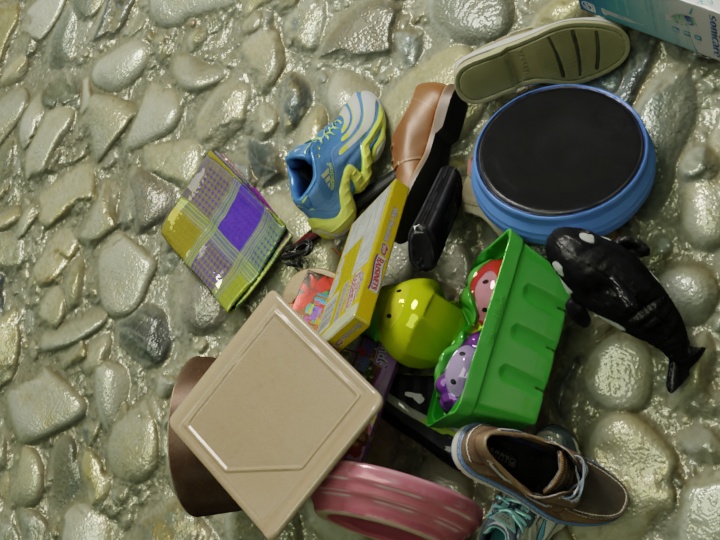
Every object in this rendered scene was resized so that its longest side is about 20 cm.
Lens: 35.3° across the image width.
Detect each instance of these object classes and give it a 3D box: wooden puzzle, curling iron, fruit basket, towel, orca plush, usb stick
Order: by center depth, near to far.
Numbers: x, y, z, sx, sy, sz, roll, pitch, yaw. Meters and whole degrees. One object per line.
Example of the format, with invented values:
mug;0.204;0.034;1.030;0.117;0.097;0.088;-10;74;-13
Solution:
orca plush;0.261;0.040;1.124;0.104;0.071;0.201;-31;98;16
wooden puzzle;-0.089;0.148;1.181;0.186;0.037;0.200;-51;57;4
fruit basket;0.099;0.060;1.193;0.212;0.156;0.219;3;75;-11
usb stick;0.084;-0.061;1.245;0.032;0.200;0.056;-4;114;17
curling iron;-0.021;-0.063;1.400;0.199;0.025;0.050;-37;42;19
towel;-0.183;-0.053;1.494;0.144;0.023;0.200;-52;54;11

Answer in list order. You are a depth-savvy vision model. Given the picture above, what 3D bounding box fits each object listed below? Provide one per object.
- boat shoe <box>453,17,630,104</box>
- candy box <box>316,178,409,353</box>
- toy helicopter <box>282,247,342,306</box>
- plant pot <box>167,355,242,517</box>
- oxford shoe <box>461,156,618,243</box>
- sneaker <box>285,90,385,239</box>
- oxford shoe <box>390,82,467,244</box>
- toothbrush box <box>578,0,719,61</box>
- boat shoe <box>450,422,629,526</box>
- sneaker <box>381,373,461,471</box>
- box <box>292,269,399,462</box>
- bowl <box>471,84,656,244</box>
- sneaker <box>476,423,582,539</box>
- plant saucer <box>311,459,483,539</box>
boat shoe;0.200;-0.246;1.275;0.197;0.076;0.069;-11;29;9
candy box;0.000;0.000;1.238;0.102;0.026;0.202;-41;24;47
toy helicopter;-0.002;0.046;1.354;0.197;0.079;0.134;14;78;22
plant pot;-0.098;0.191;1.320;0.197;0.187;0.190;-3;77;15
oxford shoe;0.196;-0.057;1.255;0.199;0.070;0.075;34;119;35
sneaker;-0.031;-0.145;1.362;0.075;0.105;0.203;-5;63;37
oxford shoe;0.063;-0.128;1.339;0.070;0.071;0.203;14;77;27
toothbrush box;0.341;-0.323;1.181;0.199;0.085;0.147;32;79;32
boat shoe;0.188;0.208;1.125;0.072;0.197;0.073;151;136;-69
sneaker;0.077;0.149;1.286;0.199;0.072;0.083;34;74;31
box;-0.031;0.109;1.259;0.135;0.039;0.202;17;62;9
bowl;0.214;-0.119;1.209;0.197;0.040;0.203;-8;53;11
sneaker;0.171;0.257;1.179;0.077;0.086;0.203;22;91;33
plant saucer;0.029;0.253;1.197;0.198;0.200;0.052;3;66;32
